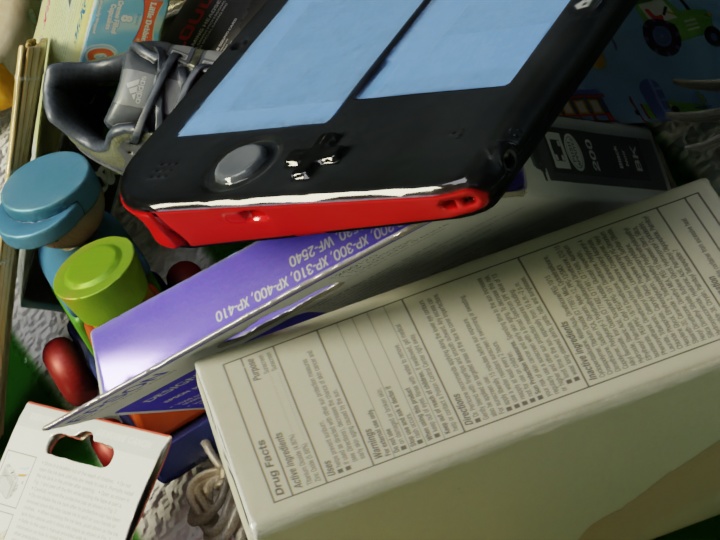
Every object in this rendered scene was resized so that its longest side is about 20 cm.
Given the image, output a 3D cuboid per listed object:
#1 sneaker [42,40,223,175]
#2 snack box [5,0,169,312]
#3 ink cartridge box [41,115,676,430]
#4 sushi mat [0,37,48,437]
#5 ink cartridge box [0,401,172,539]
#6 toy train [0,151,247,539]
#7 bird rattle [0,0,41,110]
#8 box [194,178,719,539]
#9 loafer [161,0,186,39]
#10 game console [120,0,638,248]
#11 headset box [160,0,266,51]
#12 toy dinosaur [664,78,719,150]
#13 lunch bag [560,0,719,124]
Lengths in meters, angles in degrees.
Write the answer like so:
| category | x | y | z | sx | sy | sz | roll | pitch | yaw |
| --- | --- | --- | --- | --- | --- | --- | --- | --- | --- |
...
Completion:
| category | x | y | z | sx | sy | sz | roll | pitch | yaw |
| --- | --- | --- | --- | --- | --- | --- | --- | --- | --- |
| sneaker | -0.060 | -0.060 | 0.968 | 0.200 | 0.081 | 0.074 | -1 | 75 | 48 |
| snack box | -0.134 | -0.091 | 1.121 | 0.116 | 0.037 | 0.200 | -104 | 26 | -46 |
| ink cartridge box | 0.000 | 0.000 | 0.890 | 0.198 | 0.200 | 0.043 | -28 | 78 | 25 |
| sushi mat | -0.163 | -0.008 | 1.081 | 0.096 | 0.012 | 0.201 | -120 | 37 | -79 |
| ink cartridge box | -0.131 | 0.162 | 0.974 | 0.109 | 0.050 | 0.200 | 9 | 73 | 47 |
| toy train | -0.090 | 0.036 | 0.987 | 0.085 | 0.116 | 0.200 | -32 | 38 | -6 |
| bird rattle | -0.250 | -0.117 | 1.324 | 0.163 | 0.113 | 0.200 | -16 | 36 | 20 |
| box | 0.051 | 0.052 | 0.819 | 0.200 | 0.078 | 0.095 | -19 | 42 | -3 |
| loafer | -0.059 | -0.185 | 1.185 | 0.200 | 0.068 | 0.076 | -37 | 40 | 16 |
| game console | 0.018 | -0.083 | 0.843 | 0.177 | 0.031 | 0.200 | -7 | 37 | 43 |
| headset box | -0.002 | -0.116 | 1.069 | 0.200 | 0.075 | 0.149 | 22 | 78 | 50 |
| toy dinosaur | 0.207 | -0.064 | 0.784 | 0.199 | 0.105 | 0.182 | 7 | 85 | 5 |
| lunch bag | 0.158 | -0.156 | 0.952 | 0.150 | 0.094 | 0.200 | 0 | 42 | 46 |
